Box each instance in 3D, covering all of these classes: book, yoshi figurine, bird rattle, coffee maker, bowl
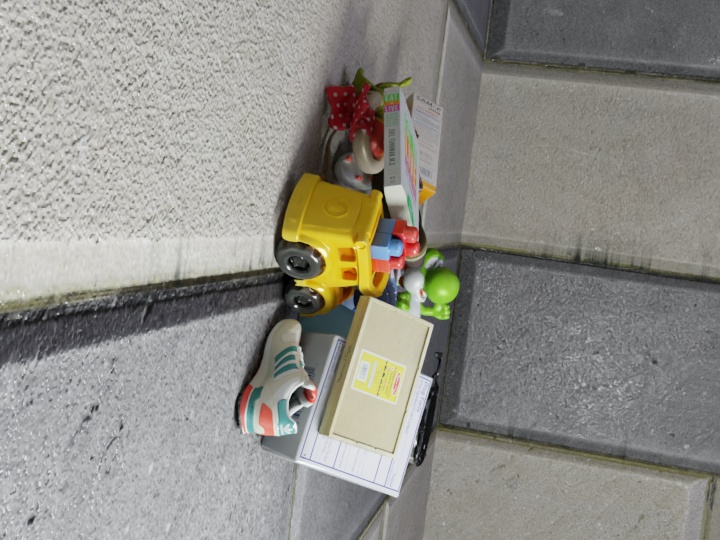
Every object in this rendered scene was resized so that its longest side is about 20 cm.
[{"bbox_3d":[0.056,-0.155,1.417,0.134,0.047,0.202,72,15,-51],"label":"book"},{"bbox_3d":[0.097,0.064,1.602,0.202,0.111,0.112,-62,-179,4],"label":"yoshi figurine"},{"bbox_3d":[0.020,-0.234,1.516,0.201,0.111,0.165,-65,150,-58],"label":"bird rattle"},{"bbox_3d":[0.032,0.234,1.692,0.135,0.197,0.194,82,22,-58],"label":"coffee maker"},{"bbox_3d":[-0.039,0.143,1.535,0.201,0.103,0.204,9,90,-78],"label":"bowl"}]

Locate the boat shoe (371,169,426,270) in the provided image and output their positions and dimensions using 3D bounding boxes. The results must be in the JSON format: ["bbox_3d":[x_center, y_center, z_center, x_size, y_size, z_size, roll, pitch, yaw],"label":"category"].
[{"bbox_3d":[0.063,-0.088,1.547,0.066,0.071,0.203,81,-5,-55],"label":"boat shoe"}]

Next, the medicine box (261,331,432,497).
[{"bbox_3d":[-0.016,0.210,1.397,0.199,0.102,0.185,27,76,-33],"label":"medicine box"}]

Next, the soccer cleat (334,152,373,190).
[{"bbox_3d":[0.002,-0.166,1.636,0.070,0.077,0.199,62,30,2],"label":"soccer cleat"}]

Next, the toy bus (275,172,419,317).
[{"bbox_3d":[-0.011,-0.024,1.361,0.202,0.189,0.137,86,16,-49],"label":"toy bus"}]

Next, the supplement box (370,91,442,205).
[{"bbox_3d":[0.084,-0.211,1.776,0.126,0.073,0.202,-38,-143,48],"label":"supplement box"}]

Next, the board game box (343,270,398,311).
[{"bbox_3d":[0.011,0.043,1.704,0.019,0.101,0.203,17,81,-74],"label":"board game box"}]

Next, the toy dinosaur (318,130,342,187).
[{"bbox_3d":[-0.052,-0.127,1.463,0.106,0.059,0.204,-163,-106,-81],"label":"toy dinosaur"}]

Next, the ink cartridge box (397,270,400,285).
[{"bbox_3d":[0.055,-0.017,1.832,0.147,0.047,0.201,-90,162,-48],"label":"ink cartridge box"}]

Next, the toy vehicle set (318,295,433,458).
[{"bbox_3d":[0.024,0.151,1.347,0.123,0.026,0.203,25,76,-33],"label":"toy vehicle set"}]

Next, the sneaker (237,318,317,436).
[{"bbox_3d":[-0.096,0.148,1.298,0.201,0.092,0.071,-68,161,-49],"label":"sneaker"}]

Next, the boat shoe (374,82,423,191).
[{"bbox_3d":[0.063,-0.224,1.626,0.072,0.071,0.202,-14,78,-59],"label":"boat shoe"}]

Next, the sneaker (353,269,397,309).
[{"bbox_3d":[0.020,-0.010,1.513,0.083,0.073,0.202,-86,173,-51],"label":"sneaker"}]
